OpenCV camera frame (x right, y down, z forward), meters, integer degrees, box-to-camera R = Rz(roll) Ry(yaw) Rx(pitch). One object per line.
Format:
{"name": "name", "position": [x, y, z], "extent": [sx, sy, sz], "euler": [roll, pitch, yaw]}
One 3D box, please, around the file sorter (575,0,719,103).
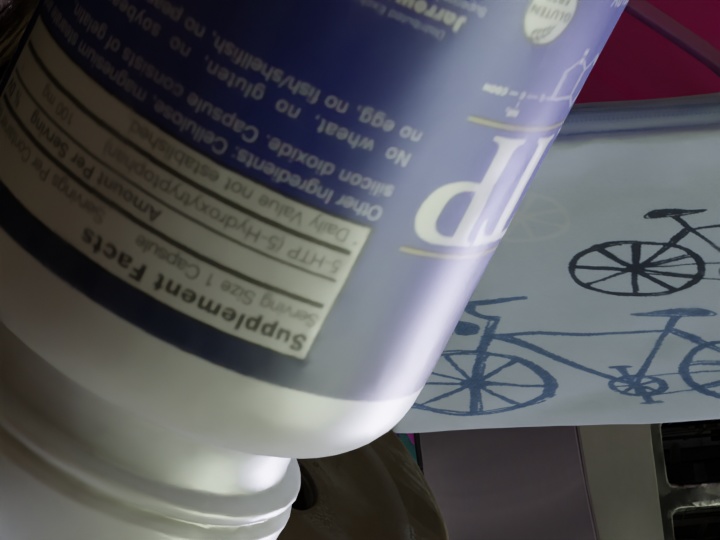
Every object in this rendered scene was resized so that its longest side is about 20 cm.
{"name": "file sorter", "position": [0.095, -0.127, 0.763], "extent": [0.200, 0.139, 0.125], "euler": [-54, 176, -21]}

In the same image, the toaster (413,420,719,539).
{"name": "toaster", "position": [0.110, 0.046, 1.015], "extent": [0.199, 0.182, 0.119], "euler": [-2, 170, -31]}

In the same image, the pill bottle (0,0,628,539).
{"name": "pill bottle", "position": [-0.024, -0.027, 0.607], "extent": [0.200, 0.119, 0.120], "euler": [-63, 169, 19]}

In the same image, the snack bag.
{"name": "snack bag", "position": [0.071, -0.002, 0.735], "extent": [0.200, 0.188, 0.021], "euler": [58, 32, -61]}

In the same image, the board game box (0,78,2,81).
{"name": "board game box", "position": [-0.097, -0.006, 0.729], "extent": [0.200, 0.034, 0.135], "euler": [-46, 172, -33]}

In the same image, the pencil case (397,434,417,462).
{"name": "pencil case", "position": [0.057, 0.015, 1.112], "extent": [0.200, 0.085, 0.092], "euler": [-48, -164, -30]}

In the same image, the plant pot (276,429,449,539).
{"name": "plant pot", "position": [-0.069, 0.114, 0.789], "extent": [0.174, 0.200, 0.200], "euler": [-48, 175, 28]}
